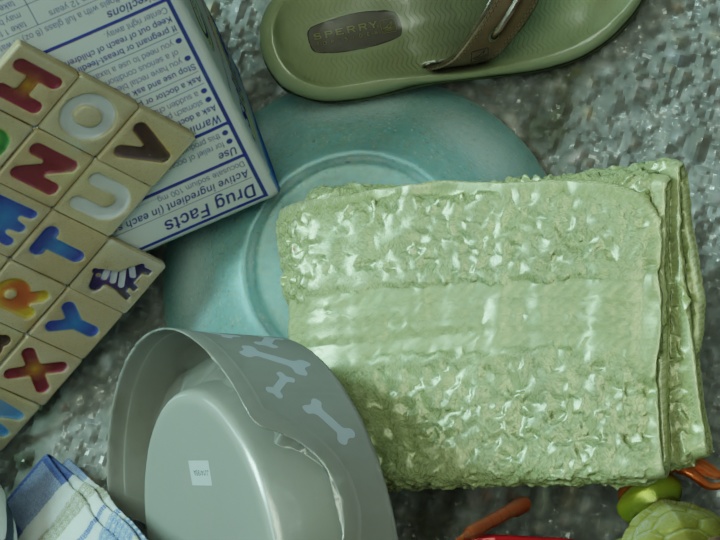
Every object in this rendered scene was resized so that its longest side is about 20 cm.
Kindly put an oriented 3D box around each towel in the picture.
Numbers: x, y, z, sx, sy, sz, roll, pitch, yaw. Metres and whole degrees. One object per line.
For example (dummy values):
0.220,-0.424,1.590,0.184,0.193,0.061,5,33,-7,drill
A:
-0.149,0.166,1.250,0.024,0.200,0.147,43,85,-26,towel
0.058,0.029,1.256,0.200,0.036,0.149,-5,79,18,towel

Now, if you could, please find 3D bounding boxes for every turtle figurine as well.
0.154,0.141,1.220,0.200,0.064,0.161,-10,56,-18,turtle figurine

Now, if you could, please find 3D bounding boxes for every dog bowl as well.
-0.047,0.120,1.234,0.059,0.200,0.200,-9,75,-28,dog bowl

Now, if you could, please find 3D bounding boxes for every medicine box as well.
-0.161,-0.094,1.273,0.182,0.200,0.103,-23,43,3,medicine box

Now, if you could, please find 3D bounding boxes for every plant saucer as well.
0.000,0.000,1.322,0.201,0.039,0.201,-2,78,9,plant saucer

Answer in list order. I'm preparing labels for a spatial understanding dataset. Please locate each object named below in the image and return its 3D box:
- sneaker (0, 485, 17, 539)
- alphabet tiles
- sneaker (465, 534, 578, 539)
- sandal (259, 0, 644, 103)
-0.264,0.106,1.246,0.199,0.079,0.130,-22,97,-12,sneaker
-0.173,-0.013,1.265,0.200,0.167,0.008,-47,36,23,alphabet tiles
0.046,0.197,1.267,0.200,0.078,0.116,-32,67,-11,sneaker
0.051,-0.129,1.323,0.201,0.057,0.080,-19,76,-9,sandal
